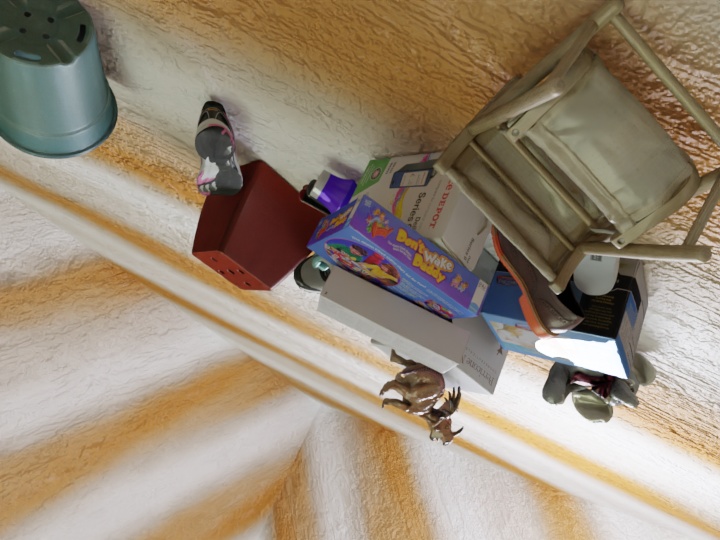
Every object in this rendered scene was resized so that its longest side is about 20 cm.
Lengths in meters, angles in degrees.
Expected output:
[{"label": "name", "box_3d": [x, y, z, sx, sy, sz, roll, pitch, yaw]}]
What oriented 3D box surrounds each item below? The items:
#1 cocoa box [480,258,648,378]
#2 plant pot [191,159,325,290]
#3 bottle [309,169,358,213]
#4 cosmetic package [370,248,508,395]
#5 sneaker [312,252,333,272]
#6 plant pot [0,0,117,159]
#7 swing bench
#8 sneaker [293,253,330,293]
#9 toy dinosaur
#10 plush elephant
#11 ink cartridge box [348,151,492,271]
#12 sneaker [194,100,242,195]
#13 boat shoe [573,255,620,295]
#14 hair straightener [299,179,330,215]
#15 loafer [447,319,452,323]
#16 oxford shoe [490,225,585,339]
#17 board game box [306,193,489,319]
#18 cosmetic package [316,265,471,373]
[{"label": "cocoa box", "box_3d": [0.304, 0.056, 0.850, 0.198, 0.132, 0.134, 10, 154, 38]}, {"label": "plant pot", "box_3d": [-0.210, -0.069, 1.117, 0.200, 0.178, 0.199, 39, 156, -32]}, {"label": "bottle", "box_3d": [0.014, -0.092, 0.921, 0.199, 0.084, 0.065, 31, 148, -9]}, {"label": "cosmetic package", "box_3d": [0.157, 0.083, 0.997, 0.167, 0.202, 0.166, 37, 157, -29]}, {"label": "sneaker", "box_3d": [0.000, 0.000, 0.924, 0.199, 0.087, 0.077, 29, 180, 39]}, {"label": "plant pot", "box_3d": [-0.484, -0.312, 0.878, 0.199, 0.202, 0.196, 29, 151, -7]}, {"label": "swing bench", "box_3d": [0.212, -0.101, 0.553, 0.199, 0.130, 0.200, 43, 159, -9]}, {"label": "sneaker", "box_3d": [-0.021, -0.010, 1.008, 0.198, 0.075, 0.079, -10, 169, -13]}, {"label": "toy dinosaur", "box_3d": [0.108, 0.196, 0.929, 0.134, 0.086, 0.201, 12, 144, 16]}, {"label": "plush elephant", "box_3d": [0.418, 0.184, 0.989, 0.154, 0.166, 0.200, 36, -170, 12]}, {"label": "ink cartridge box", "box_3d": [0.077, -0.080, 0.784, 0.199, 0.146, 0.087, 6, 152, 44]}, {"label": "sneaker", "box_3d": [-0.237, -0.203, 0.966, 0.079, 0.087, 0.200, 2, 153, -15]}, {"label": "boat shoe", "box_3d": [0.294, -0.058, 0.686, 0.068, 0.057, 0.201, 16, 138, 22]}, {"label": "hair straightener", "box_3d": [-0.011, -0.096, 1.001, 0.199, 0.041, 0.077, 33, 159, -17]}, {"label": "loafer", "box_3d": [0.065, 0.057, 0.899, 0.200, 0.070, 0.069, 28, 128, 59]}, {"label": "oxford shoe", "box_3d": [0.236, -0.014, 0.757, 0.072, 0.071, 0.202, -35, 73, 49]}, {"label": "board game box", "box_3d": [0.045, -0.006, 0.723, 0.199, 0.045, 0.134, 34, 159, -19]}, {"label": "cosmetic package", "box_3d": [0.041, 0.067, 0.764, 0.198, 0.051, 0.083, 26, 162, 1]}]
